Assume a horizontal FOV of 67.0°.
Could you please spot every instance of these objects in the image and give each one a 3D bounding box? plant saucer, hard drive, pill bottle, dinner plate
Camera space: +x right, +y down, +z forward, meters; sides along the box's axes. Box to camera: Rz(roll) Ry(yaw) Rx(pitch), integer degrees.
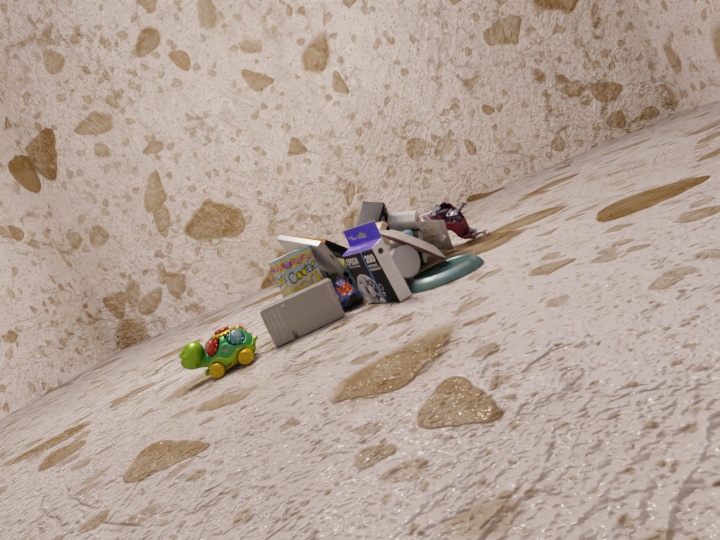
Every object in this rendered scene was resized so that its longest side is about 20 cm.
[{"bbox_3d":[0.208,0.002,1.353,0.198,0.028,0.200,-24,6,3],"label":"plant saucer"},{"bbox_3d":[-0.149,-0.048,1.621,0.199,0.132,0.026,12,61,46],"label":"hard drive"},{"bbox_3d":[0.078,-0.008,1.442,0.111,0.113,0.200,-26,2,-24],"label":"pill bottle"},{"bbox_3d":[0.133,-0.071,1.400,0.200,0.198,0.025,-90,22,-89],"label":"dinner plate"}]

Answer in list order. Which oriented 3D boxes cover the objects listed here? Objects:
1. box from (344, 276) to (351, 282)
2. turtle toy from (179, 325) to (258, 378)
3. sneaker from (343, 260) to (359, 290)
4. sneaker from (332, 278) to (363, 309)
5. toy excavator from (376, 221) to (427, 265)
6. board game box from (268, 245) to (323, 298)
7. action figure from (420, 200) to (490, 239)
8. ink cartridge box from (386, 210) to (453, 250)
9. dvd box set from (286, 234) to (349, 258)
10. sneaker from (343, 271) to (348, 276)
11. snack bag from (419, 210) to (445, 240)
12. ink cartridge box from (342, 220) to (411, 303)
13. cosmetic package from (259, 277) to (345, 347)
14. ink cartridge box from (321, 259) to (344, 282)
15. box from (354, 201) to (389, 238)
[{"bbox_3d":[-0.072,0.058,1.824,0.199,0.045,0.160,-19,9,35],"label":"box"},{"bbox_3d":[-0.351,0.201,1.364,0.198,0.102,0.146,-24,6,-7],"label":"turtle toy"},{"bbox_3d":[0.000,0.000,1.643,0.079,0.132,0.200,-22,5,-1],"label":"sneaker"},{"bbox_3d":[-0.047,0.063,1.526,0.075,0.079,0.200,-25,6,-13],"label":"sneaker"},{"bbox_3d":[0.105,-0.067,1.570,0.099,0.197,0.200,-7,19,28],"label":"toy excavator"},{"bbox_3d":[-0.167,0.045,1.553,0.102,0.202,0.105,-25,6,-27],"label":"board game box"},{"bbox_3d":[0.312,-0.137,1.737,0.149,0.135,0.199,-39,-37,15],"label":"action figure"},{"bbox_3d":[0.188,-0.119,1.677,0.171,0.044,0.200,-4,-25,17],"label":"ink cartridge box"},{"bbox_3d":[-0.120,-0.070,1.685,0.145,0.030,0.199,20,-7,-42],"label":"dvd box set"},{"bbox_3d":[0.009,-0.048,1.784,0.199,0.091,0.078,-32,12,-34],"label":"sneaker"},{"bbox_3d":[0.185,-0.108,1.831,0.198,0.189,0.022,-20,51,12],"label":"snack bag"},{"bbox_3d":[0.024,-0.014,1.349,0.043,0.202,0.198,-30,8,-23],"label":"ink cartridge box"},{"bbox_3d":[-0.149,0.107,1.412,0.198,0.108,0.090,-26,6,-5],"label":"cosmetic package"},{"bbox_3d":[-0.141,0.022,1.776,0.144,0.085,0.200,-19,14,34],"label":"ink cartridge box"},{"bbox_3d":[0.047,-0.095,1.664,0.078,0.143,0.200,4,-28,20],"label":"box"}]
